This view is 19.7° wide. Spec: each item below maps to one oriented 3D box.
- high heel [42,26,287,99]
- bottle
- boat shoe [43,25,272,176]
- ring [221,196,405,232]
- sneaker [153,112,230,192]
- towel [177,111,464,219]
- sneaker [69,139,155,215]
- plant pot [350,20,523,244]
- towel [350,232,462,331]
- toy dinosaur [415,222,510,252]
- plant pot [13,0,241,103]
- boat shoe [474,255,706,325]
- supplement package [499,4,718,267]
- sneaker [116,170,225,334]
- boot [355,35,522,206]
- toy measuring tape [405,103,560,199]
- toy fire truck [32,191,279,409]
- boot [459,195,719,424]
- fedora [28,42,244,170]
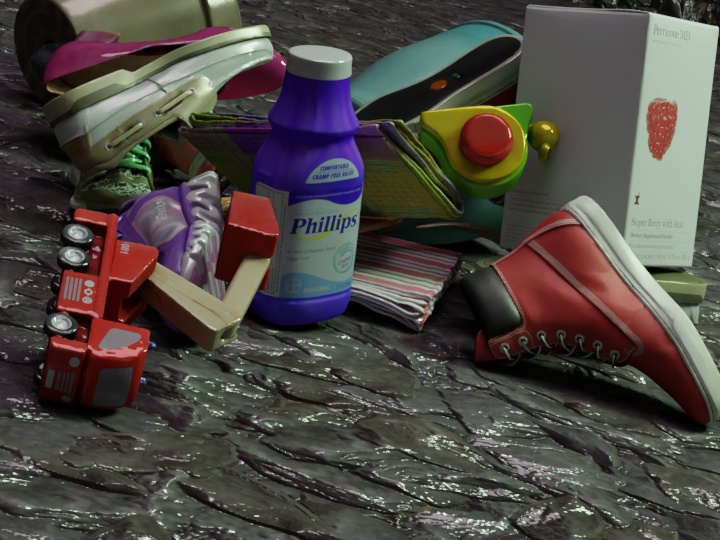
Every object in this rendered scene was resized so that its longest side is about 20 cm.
[{"bbox_3d":[-0.163,-0.160,1.734,0.199,0.068,0.096,3,31,13],"label":"high heel"},{"bbox_3d":[-0.039,-0.062,1.509,0.083,0.201,0.065,-9,25,-38],"label":"bottle"},{"bbox_3d":[-0.153,-0.136,1.661,0.200,0.069,0.075,-25,1,-22],"label":"boat shoe"},{"bbox_3d":[-0.060,-0.041,1.704,0.200,0.019,0.200,-2,12,0],"label":"ring"},{"bbox_3d":[-0.137,-0.116,1.798,0.087,0.074,0.200,41,1,0],"label":"sneaker"},{"bbox_3d":[-0.027,-0.082,1.614,0.200,0.023,0.144,3,-24,32],"label":"towel"},{"bbox_3d":[-0.200,-0.094,1.719,0.077,0.089,0.200,9,15,-19],"label":"sneaker"},{"bbox_3d":[0.055,-0.109,1.854,0.188,0.201,0.200,-19,33,-39],"label":"plant pot"},{"bbox_3d":[0.000,0.000,1.685,0.146,0.030,0.200,14,13,8],"label":"towel"},{"bbox_3d":[0.154,-0.013,1.771,0.200,0.058,0.101,28,4,13],"label":"toy dinosaur"},{"bbox_3d":[-0.247,-0.240,2.095,0.200,0.200,0.173,25,34,38],"label":"plant pot"},{"bbox_3d":[0.182,0.030,1.649,0.199,0.069,0.075,6,13,-20],"label":"boat shoe"},{"bbox_3d":[0.203,-0.108,1.679,0.120,0.201,0.121,9,5,37],"label":"supplement package"},{"bbox_3d":[-0.142,-0.007,1.484,0.088,0.081,0.200,-4,23,-2],"label":"sneaker"},{"bbox_3d":[0.072,-0.088,1.727,0.200,0.144,0.072,-28,32,-9],"label":"boot"},{"bbox_3d":[0.059,-0.087,1.622,0.199,0.074,0.074,-6,16,-4],"label":"toy measuring tape"},{"bbox_3d":[-0.126,0.017,1.313,0.141,0.049,0.200,11,37,-9],"label":"toy fire truck"},{"bbox_3d":[0.168,0.060,1.547,0.200,0.144,0.072,52,-11,17],"label":"boot"},{"bbox_3d":[-0.211,-0.146,1.903,0.200,0.092,0.201,11,14,-3],"label":"fedora"}]
